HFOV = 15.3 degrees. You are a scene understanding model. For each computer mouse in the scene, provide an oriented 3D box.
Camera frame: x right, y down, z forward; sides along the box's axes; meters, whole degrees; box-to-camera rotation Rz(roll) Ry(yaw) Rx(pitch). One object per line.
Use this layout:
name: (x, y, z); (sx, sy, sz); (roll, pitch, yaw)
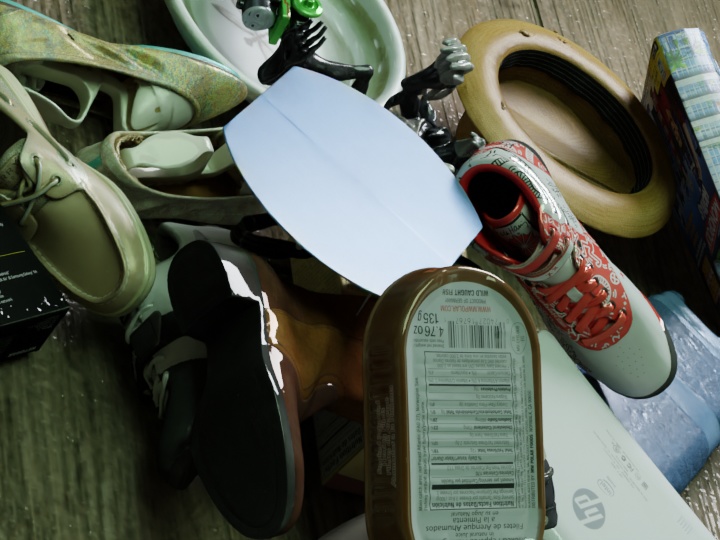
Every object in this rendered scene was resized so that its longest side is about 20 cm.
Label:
computer mouse: (0.000, 0.000, 1.682); (0.200, 0.034, 0.059); (13, 28, -33)

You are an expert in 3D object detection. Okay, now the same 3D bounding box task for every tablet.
tablet: (0.152, 0.144, 1.715); (0.200, 0.014, 0.130); (51, 42, -4)

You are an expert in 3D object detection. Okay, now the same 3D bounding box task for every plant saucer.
plant saucer: (-0.063, -0.169, 1.869); (0.200, 0.050, 0.200); (23, 43, -23)

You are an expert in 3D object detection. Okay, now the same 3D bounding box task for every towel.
towel: (0.198, 0.095, 1.849); (0.112, 0.049, 0.200); (46, 38, 4)

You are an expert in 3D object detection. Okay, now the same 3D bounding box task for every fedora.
fedora: (0.134, -0.088, 1.936); (0.200, 0.082, 0.201); (24, 43, -24)

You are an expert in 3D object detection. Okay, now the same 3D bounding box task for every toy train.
toy train: (-0.060, -0.233, 1.861); (0.056, 0.042, 0.200); (13, 46, -19)

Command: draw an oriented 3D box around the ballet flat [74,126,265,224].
ballet flat: (-0.099, -0.065, 1.729); (0.200, 0.062, 0.068); (-9, 69, -45)

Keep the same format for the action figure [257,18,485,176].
action figure: (0.028, -0.092, 1.782); (0.200, 0.102, 0.119); (20, 62, -43)

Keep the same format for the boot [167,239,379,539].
boot: (-0.022, 0.084, 1.579); (0.200, 0.068, 0.189); (21, 39, -49)

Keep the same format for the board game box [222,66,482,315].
board game box: (-0.014, -0.043, 1.644); (0.158, 0.039, 0.200); (41, 30, 0)

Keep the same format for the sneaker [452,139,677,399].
sneaker: (0.129, 0.006, 1.744); (0.202, 0.067, 0.108); (57, 16, 3)

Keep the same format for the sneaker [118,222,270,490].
sneaker: (-0.114, 0.048, 1.618); (0.088, 0.074, 0.200); (17, 42, -5)

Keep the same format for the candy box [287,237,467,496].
candy box: (0.023, 0.057, 1.727); (0.115, 0.055, 0.200); (17, 45, -30)

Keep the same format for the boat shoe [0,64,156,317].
boat shoe: (-0.201, -0.052, 1.611); (0.200, 0.072, 0.065); (52, 16, 19)

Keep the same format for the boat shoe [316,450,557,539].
boat shoe: (0.039, 0.169, 1.605); (0.200, 0.073, 0.063); (-28, 105, -27)

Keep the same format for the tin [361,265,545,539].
tin: (0.055, 0.096, 1.560); (0.112, 0.042, 0.201); (2, 84, -31)

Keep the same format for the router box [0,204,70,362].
router box: (-0.284, -0.003, 1.522); (0.200, 0.051, 0.149); (-16, 64, -47)

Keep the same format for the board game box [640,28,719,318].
board game box: (0.271, -0.058, 1.973); (0.062, 0.200, 0.200); (-19, 74, -4)

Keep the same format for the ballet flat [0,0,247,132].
ballet flat: (-0.167, -0.117, 1.724); (0.200, 0.071, 0.071); (16, 45, -26)
